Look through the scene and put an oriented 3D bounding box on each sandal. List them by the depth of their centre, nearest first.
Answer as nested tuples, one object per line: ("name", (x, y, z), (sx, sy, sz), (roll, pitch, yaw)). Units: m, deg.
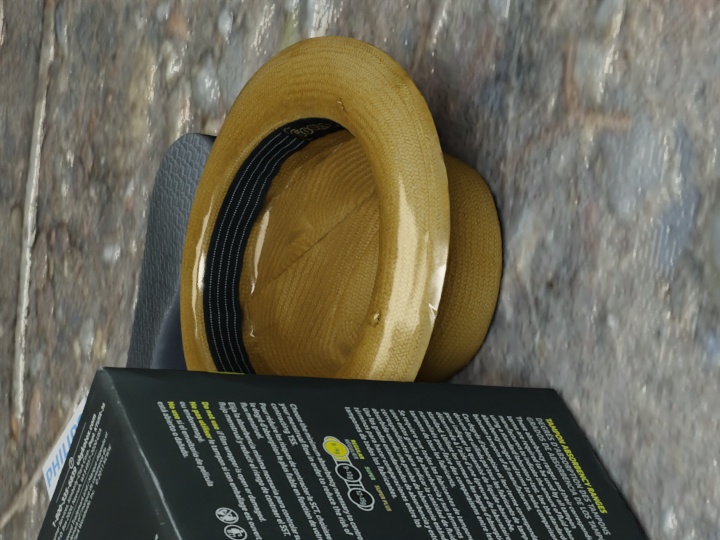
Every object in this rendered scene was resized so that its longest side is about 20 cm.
("sandal", (-0.081, 0.013, 1.435), (0.076, 0.043, 0.201), (-106, 23, -45))

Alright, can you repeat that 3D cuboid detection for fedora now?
("fedora", (0.000, 0.000, 1.230), (0.200, 0.081, 0.202), (-14, 73, 55))

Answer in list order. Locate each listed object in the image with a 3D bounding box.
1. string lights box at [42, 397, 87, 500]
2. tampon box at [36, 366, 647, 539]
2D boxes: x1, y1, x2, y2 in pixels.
("string lights box", (-0.068, 0.154, 1.315), (0.059, 0.102, 0.201), (-57, 39, 41))
("tampon box", (-0.011, 0.134, 1.108), (0.126, 0.199, 0.150), (60, 136, 46))
